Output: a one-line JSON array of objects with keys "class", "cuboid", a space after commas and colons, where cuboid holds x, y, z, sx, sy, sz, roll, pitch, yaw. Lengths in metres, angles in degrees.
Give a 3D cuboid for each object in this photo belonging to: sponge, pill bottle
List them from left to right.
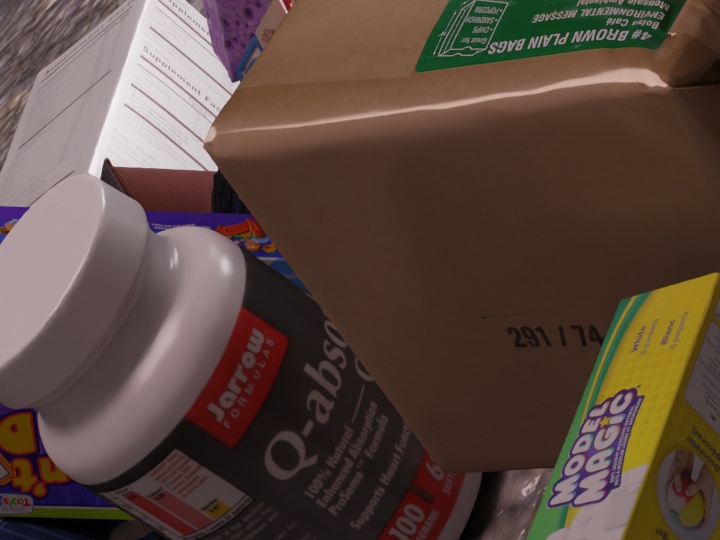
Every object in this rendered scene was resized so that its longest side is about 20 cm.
[{"class": "sponge", "cuboid": [-0.076, -0.197, 1.413, 0.030, 0.200, 0.112, -14, 14, -4]}, {"class": "pill bottle", "cuboid": [-0.057, 0.054, 1.174, 0.116, 0.200, 0.116, -40, 30, 29]}]

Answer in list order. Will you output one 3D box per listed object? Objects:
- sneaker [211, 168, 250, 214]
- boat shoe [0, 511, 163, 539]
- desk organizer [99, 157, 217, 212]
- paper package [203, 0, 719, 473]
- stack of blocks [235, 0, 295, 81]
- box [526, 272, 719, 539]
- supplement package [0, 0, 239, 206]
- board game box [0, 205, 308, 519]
[{"class": "sneaker", "cuboid": [0.000, 0.000, 1.357, 0.200, 0.078, 0.066, -131, 40, -53]}, {"class": "boat shoe", "cuboid": [-0.139, 0.138, 1.351, 0.200, 0.072, 0.072, -35, -34, -72]}, {"class": "desk organizer", "cuboid": [-0.070, 0.022, 1.439, 0.200, 0.077, 0.072, -125, 43, -53]}, {"class": "paper package", "cuboid": [0.080, -0.024, 1.025, 0.200, 0.191, 0.104, -5, 45, 38]}, {"class": "stack of blocks", "cuboid": [0.024, -0.111, 1.290, 0.115, 0.059, 0.200, 63, 143, 27]}, {"class": "box", "cuboid": [0.100, 0.114, 0.892, 0.048, 0.117, 0.200, -19, 35, 42]}, {"class": "supplement package", "cuboid": [-0.130, -0.052, 1.640, 0.114, 0.110, 0.200, -36, 25, 31]}, {"class": "board game box", "cuboid": [-0.120, 0.042, 1.283, 0.045, 0.200, 0.135, -97, 9, -63]}]
